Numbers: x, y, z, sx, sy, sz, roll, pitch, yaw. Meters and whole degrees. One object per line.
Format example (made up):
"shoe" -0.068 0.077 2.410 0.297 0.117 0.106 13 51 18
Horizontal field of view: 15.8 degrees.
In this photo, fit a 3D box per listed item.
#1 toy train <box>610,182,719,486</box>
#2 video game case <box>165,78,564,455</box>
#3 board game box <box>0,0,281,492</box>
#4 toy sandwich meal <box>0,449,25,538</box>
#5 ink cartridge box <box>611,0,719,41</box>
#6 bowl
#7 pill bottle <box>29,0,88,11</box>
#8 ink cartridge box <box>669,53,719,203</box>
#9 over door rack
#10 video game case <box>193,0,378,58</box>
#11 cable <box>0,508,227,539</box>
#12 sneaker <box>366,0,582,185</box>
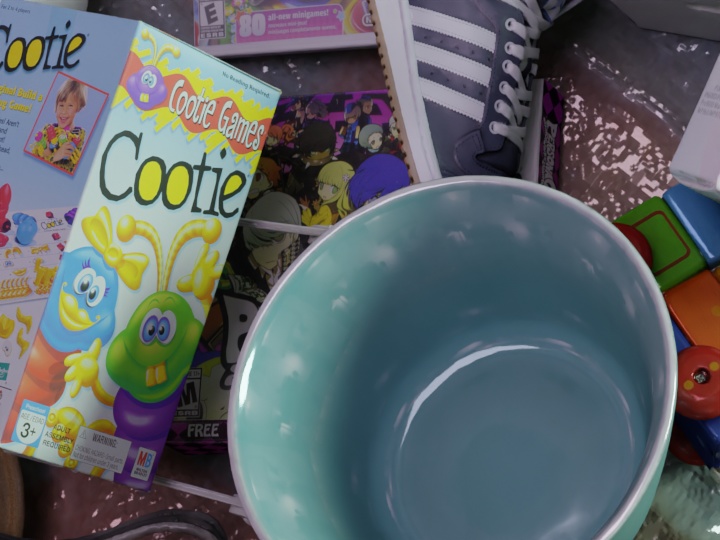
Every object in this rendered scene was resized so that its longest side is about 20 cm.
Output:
"toy train" 0.190 0.043 1.181 0.115 0.085 0.201 -31 68 -5
"video game case" 0.000 0.000 1.293 0.199 0.036 0.183 -2 74 24
"board game box" -0.133 -0.013 1.220 0.105 0.103 0.201 15 85 42
"toy sandwich meal" -0.260 0.123 1.361 0.204 0.070 0.207 -2 80 13
"ink cartridge box" 0.206 -0.210 1.233 0.147 0.086 0.201 13 82 28
"bowl" 0.053 0.071 1.130 0.200 0.105 0.202 -10 63 20
"pill bottle" -0.204 -0.179 1.393 0.110 0.111 0.201 -15 70 19
"ink cartridge box" 0.242 -0.099 1.137 0.201 0.162 0.057 -64 27 4
"over door rack" -0.068 0.042 1.262 0.199 0.066 0.149 11 81 40
"video game case" -0.028 -0.213 1.334 0.142 0.018 0.202 -1 91 35
"cable" -0.145 0.151 1.272 0.199 0.050 0.098 17 104 1
"sneaker" 0.069 -0.097 1.233 0.108 0.070 0.201 -17 73 10
